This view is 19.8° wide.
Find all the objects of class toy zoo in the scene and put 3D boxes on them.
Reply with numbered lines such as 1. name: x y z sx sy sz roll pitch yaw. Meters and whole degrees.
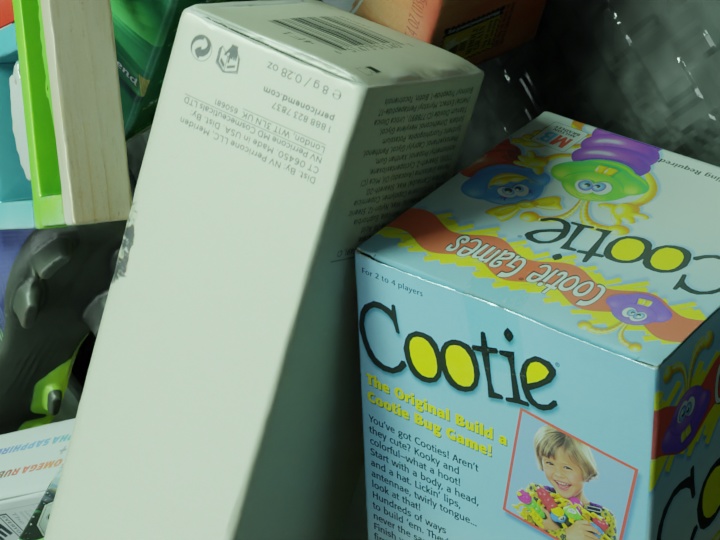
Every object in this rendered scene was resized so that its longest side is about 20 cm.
1. toy zoo: -0.120 -0.079 0.696 0.200 0.020 0.131 -177 81 -68

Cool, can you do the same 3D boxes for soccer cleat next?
1. soccer cleat: -0.146 0.017 0.834 0.200 0.065 0.084 -48 44 38

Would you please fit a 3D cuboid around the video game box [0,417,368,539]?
1. video game box: -0.037 0.129 0.801 0.182 0.047 0.200 -12 128 43

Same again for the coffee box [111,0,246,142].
1. coffee box: -0.088 -0.132 0.711 0.123 0.044 0.200 56 161 4

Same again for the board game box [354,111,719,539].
1. board game box: 0.071 0.070 0.646 0.105 0.103 0.200 22 130 31

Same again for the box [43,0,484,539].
1. box: -0.033 0.021 0.633 0.068 0.082 0.200 26 108 24

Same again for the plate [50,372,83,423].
1. plate: -0.159 0.048 0.977 0.200 0.032 0.200 54 174 -2

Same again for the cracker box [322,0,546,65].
1. cracker box: -0.012 -0.172 0.655 0.200 0.058 0.134 48 146 26

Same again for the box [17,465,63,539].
1. box: -0.059 0.165 0.786 0.137 0.040 0.200 20 142 10
